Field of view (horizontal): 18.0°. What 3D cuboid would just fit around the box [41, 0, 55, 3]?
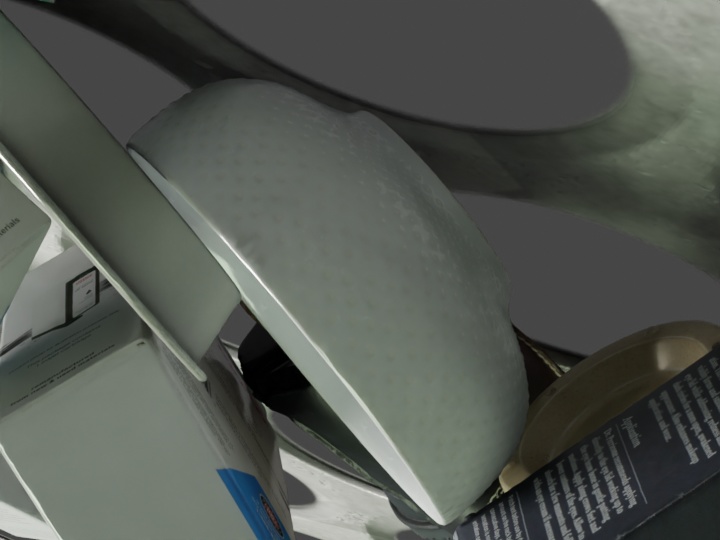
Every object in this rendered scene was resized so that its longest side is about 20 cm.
[{"bbox_3d":[-0.212,-0.156,0.793,0.198,0.037,0.144,14,162,21],"label":"box"}]

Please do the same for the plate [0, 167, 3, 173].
[{"bbox_3d":[-0.273,-0.018,1.123,0.198,0.026,0.200,-15,158,-6],"label":"plate"}]

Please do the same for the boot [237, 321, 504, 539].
[{"bbox_3d":[0.009,0.072,1.189,0.168,0.077,0.200,41,176,-17],"label":"boot"}]

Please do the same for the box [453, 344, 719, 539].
[{"bbox_3d":[0.156,0.116,0.847,0.148,0.199,0.104,54,-173,-14],"label":"box"}]

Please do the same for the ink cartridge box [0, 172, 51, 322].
[{"bbox_3d":[-0.243,-0.028,0.951,0.200,0.086,0.147,41,139,4],"label":"ink cartridge box"}]

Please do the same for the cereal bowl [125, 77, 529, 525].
[{"bbox_3d":[0.000,0.000,0.893,0.200,0.083,0.200,50,175,6],"label":"cereal bowl"}]

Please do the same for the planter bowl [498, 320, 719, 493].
[{"bbox_3d":[0.142,0.109,0.996,0.200,0.200,0.135,-6,123,55],"label":"planter bowl"}]

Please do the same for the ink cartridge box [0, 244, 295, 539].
[{"bbox_3d":[-0.100,0.076,1.064,0.147,0.084,0.200,60,-177,-17],"label":"ink cartridge box"}]

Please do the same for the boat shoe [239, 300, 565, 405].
[{"bbox_3d":[0.031,0.038,1.058,0.199,0.071,0.070,28,163,-25],"label":"boat shoe"}]

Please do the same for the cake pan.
[{"bbox_3d":[-0.116,-0.042,0.894,0.200,0.037,0.200,48,175,5],"label":"cake pan"}]

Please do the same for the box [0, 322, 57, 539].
[{"bbox_3d":[-0.236,0.070,1.358,0.199,0.125,0.097,33,159,-35],"label":"box"}]
